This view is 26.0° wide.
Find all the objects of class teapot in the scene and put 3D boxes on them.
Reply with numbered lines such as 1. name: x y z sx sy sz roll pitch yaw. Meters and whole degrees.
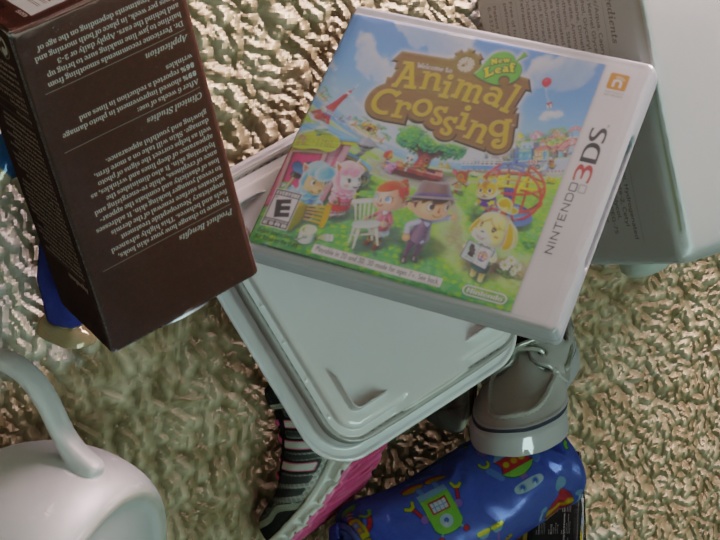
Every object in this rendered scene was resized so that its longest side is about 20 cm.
1. teapot: -0.215 0.177 0.915 0.198 0.145 0.201 79 34 -60

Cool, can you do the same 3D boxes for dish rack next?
1. dish rack: 0.000 0.000 0.981 0.171 0.044 0.201 -30 86 -24

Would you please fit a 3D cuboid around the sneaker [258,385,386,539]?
1. sneaker: -0.030 0.106 1.070 0.074 0.087 0.201 -28 151 -52

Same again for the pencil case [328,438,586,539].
1. pencil case: 0.067 0.170 1.117 0.199 0.087 0.078 -27 169 -26

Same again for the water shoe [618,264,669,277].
1. water shoe: 0.245 -0.089 1.205 0.079 0.071 0.201 38 81 -19

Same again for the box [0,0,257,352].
1. box: -0.132 -0.068 0.839 0.100 0.075 0.201 -29 127 -24

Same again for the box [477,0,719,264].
1. box: 0.216 -0.120 1.049 0.198 0.171 0.202 -16 98 -29

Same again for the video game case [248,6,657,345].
1. video game case: 0.054 -0.063 0.926 0.183 0.199 0.022 -66 156 -21

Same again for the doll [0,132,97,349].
1. doll: -0.162 -0.055 0.905 0.136 0.048 0.201 -15 119 -33

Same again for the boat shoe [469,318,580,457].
1. boat shoe: 0.121 0.069 1.117 0.200 0.071 0.066 -45 129 -62

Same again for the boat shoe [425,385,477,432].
1. boat shoe: 0.062 0.029 1.102 0.072 0.075 0.201 -36 135 -31

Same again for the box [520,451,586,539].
1. box: 0.151 0.263 1.210 0.049 0.200 0.161 -3 120 11
